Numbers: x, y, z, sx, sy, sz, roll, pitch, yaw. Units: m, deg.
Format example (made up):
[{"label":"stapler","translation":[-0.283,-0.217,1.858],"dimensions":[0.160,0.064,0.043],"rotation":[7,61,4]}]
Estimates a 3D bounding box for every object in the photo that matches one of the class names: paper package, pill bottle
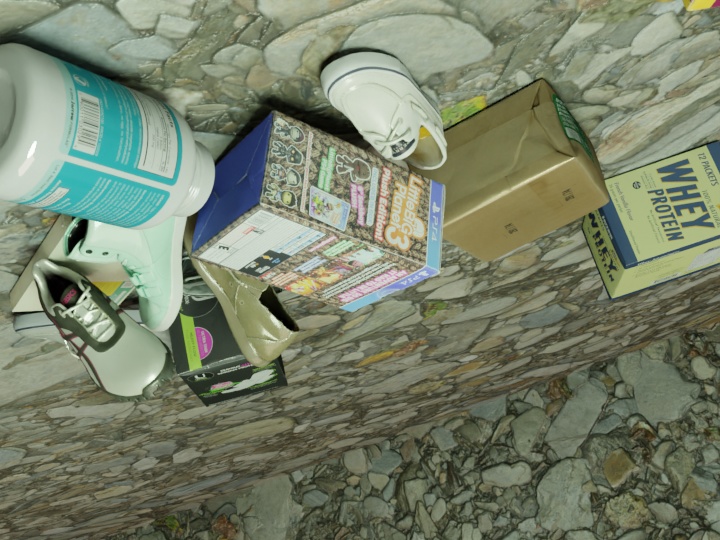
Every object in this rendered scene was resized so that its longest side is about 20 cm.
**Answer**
[{"label":"paper package","translation":[0.178,-0.107,0.989],"dimensions":[0.189,0.104,0.200],"rotation":[-27,158,21]},{"label":"pill bottle","translation":[-0.208,-0.095,0.669],"dimensions":[0.110,0.112,0.199],"rotation":[-27,158,26]}]

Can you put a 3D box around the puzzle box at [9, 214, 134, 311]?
[{"label":"puzzle box","translation":[-0.305,-0.006,0.955],"dimensions":[0.132,0.026,0.200],"rotation":[-1,155,-40]}]

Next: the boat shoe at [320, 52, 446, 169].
[{"label":"boat shoe","translation":[0.032,-0.143,0.809],"dimensions":[0.070,0.071,0.200],"rotation":[-25,160,20]}]

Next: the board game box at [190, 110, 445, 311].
[{"label":"board game box","translation":[-0.042,-0.049,0.834],"dimensions":[0.198,0.098,0.159],"rotation":[20,153,-29]}]

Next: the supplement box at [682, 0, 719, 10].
[{"label":"supplement box","translation":[0.312,-0.279,0.595],"dimensions":[0.198,0.132,0.103],"rotation":[-14,160,-14]}]

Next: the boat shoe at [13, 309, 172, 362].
[{"label":"boat shoe","translation":[-0.335,0.094,1.072],"dimensions":[0.200,0.087,0.074],"rotation":[2,173,-30]}]

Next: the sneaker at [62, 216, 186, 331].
[{"label":"sneaker","translation":[-0.243,-0.013,0.852],"dimensions":[0.117,0.074,0.202],"rotation":[-12,134,-29]}]

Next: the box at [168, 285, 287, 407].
[{"label":"box","translation":[-0.176,0.078,1.107],"dimensions":[0.123,0.150,0.200],"rotation":[-14,161,-6]}]

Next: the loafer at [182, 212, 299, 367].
[{"label":"loafer","translation":[-0.127,0.004,0.907],"dimensions":[0.067,0.202,0.076],"rotation":[-24,-167,12]}]

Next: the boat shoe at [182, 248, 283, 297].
[{"label":"boat shoe","translation":[-0.122,0.010,0.978],"dimensions":[0.198,0.072,0.072],"rotation":[1,158,24]}]

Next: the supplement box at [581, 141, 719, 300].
[{"label":"supplement box","translation":[0.464,-0.069,1.294],"dimensions":[0.198,0.136,0.200],"rotation":[-19,161,4]}]

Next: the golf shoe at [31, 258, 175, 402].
[{"label":"golf shoe","translation":[-0.272,0.061,0.859],"dimensions":[0.077,0.199,0.088],"rotation":[-48,148,-17]}]
